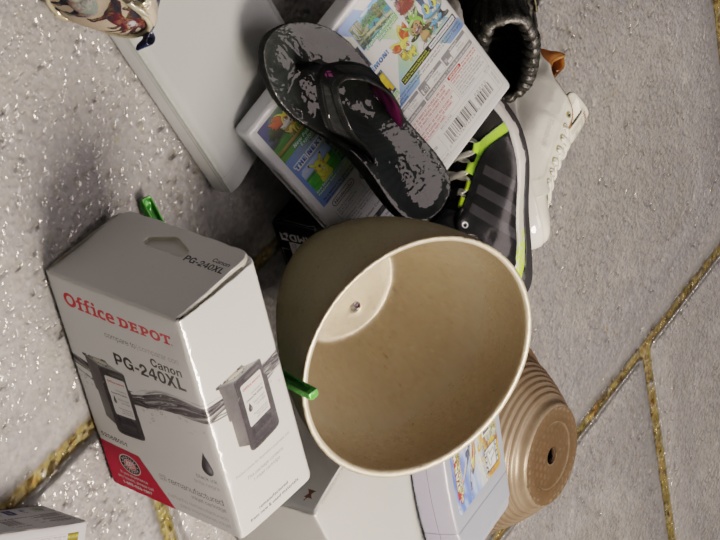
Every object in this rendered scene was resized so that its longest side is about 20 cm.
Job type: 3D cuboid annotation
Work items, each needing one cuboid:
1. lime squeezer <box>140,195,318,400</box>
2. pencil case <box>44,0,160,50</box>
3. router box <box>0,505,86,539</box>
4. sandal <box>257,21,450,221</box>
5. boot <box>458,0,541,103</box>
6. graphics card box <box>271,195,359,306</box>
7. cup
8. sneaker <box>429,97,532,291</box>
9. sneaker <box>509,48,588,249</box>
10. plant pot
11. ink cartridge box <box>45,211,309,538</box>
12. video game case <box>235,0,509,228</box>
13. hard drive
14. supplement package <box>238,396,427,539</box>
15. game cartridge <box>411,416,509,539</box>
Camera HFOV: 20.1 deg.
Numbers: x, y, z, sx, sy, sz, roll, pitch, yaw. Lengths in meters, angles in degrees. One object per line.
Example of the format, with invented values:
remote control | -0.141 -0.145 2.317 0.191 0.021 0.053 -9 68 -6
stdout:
lime squeezer | -0.100 0.034 1.509 0.038 0.200 0.071 -26 157 -42
pencil case | -0.141 -0.255 1.401 0.078 0.089 0.201 44 63 -51
router box | -0.281 0.262 1.390 0.199 0.049 0.181 1 99 -56
sandal | 0.005 -0.118 1.550 0.200 0.048 0.076 43 69 -24
boot | 0.106 -0.263 1.721 0.212 0.079 0.159 65 22 -43
graphics card box | 0.000 0.000 1.725 0.126 0.051 0.201 -49 136 -36
cup | 0.013 0.038 1.574 0.199 0.143 0.202 -14 121 -24
sneaker | 0.096 -0.056 1.705 0.082 0.071 0.202 -13 94 -40
sneaker | 0.169 -0.117 1.836 0.073 0.084 0.202 85 1 -67
plant pot | 0.147 0.167 1.958 0.200 0.092 0.203 -21 116 -52
ink cartridge box | -0.131 0.074 1.465 0.083 0.144 0.201 -39 131 -34
video game case | 0.014 -0.131 1.616 0.201 0.022 0.182 -52 130 -12
hard drive | -0.114 -0.172 1.525 0.133 0.026 0.200 -61 143 -24
supplement package | -0.025 0.203 1.692 0.118 0.116 0.201 -56 141 -29
game cartridge | 0.081 0.144 1.724 0.133 0.041 0.202 -48 133 -61
